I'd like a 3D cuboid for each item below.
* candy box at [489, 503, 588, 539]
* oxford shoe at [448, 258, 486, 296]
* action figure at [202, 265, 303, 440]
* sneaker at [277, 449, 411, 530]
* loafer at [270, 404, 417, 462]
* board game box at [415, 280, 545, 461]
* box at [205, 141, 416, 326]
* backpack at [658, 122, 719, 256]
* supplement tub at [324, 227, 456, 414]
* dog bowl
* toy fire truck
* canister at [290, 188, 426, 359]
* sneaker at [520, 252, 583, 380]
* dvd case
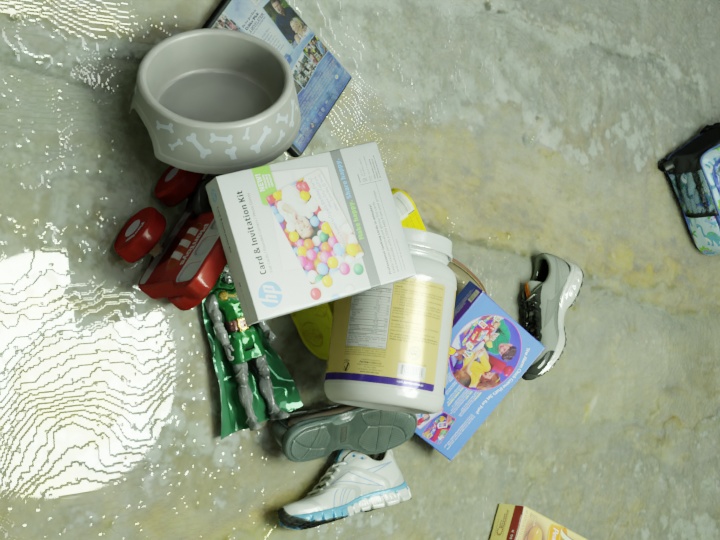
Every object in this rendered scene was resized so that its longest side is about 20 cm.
[{"bbox_3d":[0.267,0.427,1.723,0.199,0.055,0.117,31,68,-33],"label":"candy box"},{"bbox_3d":[0.150,0.069,1.628,0.201,0.070,0.075,55,18,-21],"label":"oxford shoe"},{"bbox_3d":[-0.141,0.087,1.425,0.117,0.054,0.203,-20,95,-35],"label":"action figure"},{"bbox_3d":[-0.028,0.270,1.500,0.198,0.075,0.088,-8,78,-41],"label":"sneaker"},{"bbox_3d":[-0.020,0.190,1.494,0.198,0.063,0.073,-3,116,-35],"label":"loafer"},{"bbox_3d":[0.133,0.135,1.582,0.134,0.045,0.201,39,92,-26],"label":"board game box"},{"bbox_3d":[-0.051,-0.043,1.275,0.198,0.041,0.158,-15,85,-27],"label":"box"},{"bbox_3d":[0.623,-0.129,1.990,0.182,0.146,0.202,-33,110,-33],"label":"backpack"},{"bbox_3d":[0.037,0.060,1.397,0.144,0.144,0.203,15,78,-37],"label":"supplement tub"},{"bbox_3d":[-0.163,-0.198,1.338,0.199,0.199,0.059,-36,151,-34],"label":"dog bowl"},{"bbox_3d":[-0.169,-0.050,1.334,0.112,0.167,0.201,45,62,-27],"label":"toy fire truck"},{"bbox_3d":[0.000,0.000,1.520,0.199,0.086,0.150,-35,109,-36],"label":"canister"},{"bbox_3d":[0.262,0.067,1.741,0.079,0.074,0.202,30,63,-23],"label":"sneaker"},{"bbox_3d":[-0.109,-0.261,1.493,0.200,0.017,0.144,46,62,-28],"label":"dvd case"}]
